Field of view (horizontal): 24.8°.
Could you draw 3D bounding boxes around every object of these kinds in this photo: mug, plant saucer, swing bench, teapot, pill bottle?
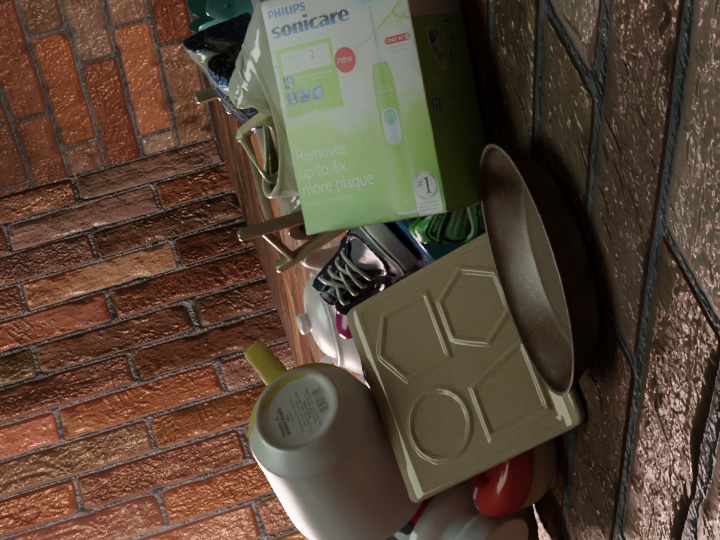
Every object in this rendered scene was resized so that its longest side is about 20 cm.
[{"bbox_3d":[-0.045,0.157,1.512,0.150,0.186,0.153,-66,-31,-21],"label":"mug"},{"bbox_3d":[0.141,-0.005,1.255,0.200,0.037,0.201,163,90,-82],"label":"plant saucer"},{"bbox_3d":[-0.054,-0.138,1.853,0.130,0.199,0.199,42,-153,-62],"label":"swing bench"},{"bbox_3d":[-0.006,0.051,1.995,0.197,0.146,0.201,180,73,-82],"label":"teapot"},{"bbox_3d":[0.059,0.230,1.590,0.200,0.116,0.116,31,146,35],"label":"pill bottle"}]

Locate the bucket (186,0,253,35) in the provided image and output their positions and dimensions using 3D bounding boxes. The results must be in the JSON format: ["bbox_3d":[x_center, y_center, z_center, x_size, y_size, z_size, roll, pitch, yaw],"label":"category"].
[{"bbox_3d":[-0.108,-0.345,1.772,0.207,0.134,0.208,-177,90,-75],"label":"bucket"}]

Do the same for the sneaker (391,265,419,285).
[{"bbox_3d":[0.066,0.021,1.787,0.093,0.070,0.201,-3,97,56],"label":"sneaker"}]

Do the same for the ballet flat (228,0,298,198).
[{"bbox_3d":[-0.084,-0.145,1.475,0.070,0.069,0.200,-117,10,-52],"label":"ballet flat"}]

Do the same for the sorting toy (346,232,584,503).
[{"bbox_3d":[0.090,0.081,1.414,0.036,0.200,0.186,3,-119,-52],"label":"sorting toy"}]

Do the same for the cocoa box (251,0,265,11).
[{"bbox_3d":[-0.020,-0.229,1.563,0.200,0.133,0.132,-152,45,-80],"label":"cocoa box"}]

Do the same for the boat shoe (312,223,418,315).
[{"bbox_3d":[0.000,0.000,1.603,0.075,0.093,0.200,47,177,8],"label":"boat shoe"}]

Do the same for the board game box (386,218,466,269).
[{"bbox_3d":[0.034,-0.070,1.553,0.200,0.045,0.152,50,176,-11],"label":"board game box"}]

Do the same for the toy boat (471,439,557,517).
[{"bbox_3d":[0.096,0.129,1.486,0.131,0.130,0.201,-163,58,-81],"label":"toy boat"}]

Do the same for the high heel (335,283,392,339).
[{"bbox_3d":[-0.006,-0.016,1.738,0.067,0.096,0.201,30,110,35],"label":"high heel"}]

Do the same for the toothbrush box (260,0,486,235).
[{"bbox_3d":[0.015,-0.141,1.356,0.086,0.145,0.201,-15,-84,-55],"label":"toothbrush box"}]

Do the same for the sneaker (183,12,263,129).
[{"bbox_3d":[-0.125,-0.195,1.644,0.200,0.077,0.085,-113,3,-62],"label":"sneaker"}]

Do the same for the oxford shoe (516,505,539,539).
[{"bbox_3d":[0.133,0.210,1.627,0.075,0.070,0.201,100,153,-68],"label":"oxford shoe"}]

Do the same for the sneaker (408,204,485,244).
[{"bbox_3d":[0.060,-0.117,1.417,0.078,0.085,0.201,-149,44,-79],"label":"sneaker"}]

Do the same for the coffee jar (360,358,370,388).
[{"bbox_3d":[0.055,0.064,1.635,0.200,0.085,0.105,-28,-65,-80],"label":"coffee jar"}]
